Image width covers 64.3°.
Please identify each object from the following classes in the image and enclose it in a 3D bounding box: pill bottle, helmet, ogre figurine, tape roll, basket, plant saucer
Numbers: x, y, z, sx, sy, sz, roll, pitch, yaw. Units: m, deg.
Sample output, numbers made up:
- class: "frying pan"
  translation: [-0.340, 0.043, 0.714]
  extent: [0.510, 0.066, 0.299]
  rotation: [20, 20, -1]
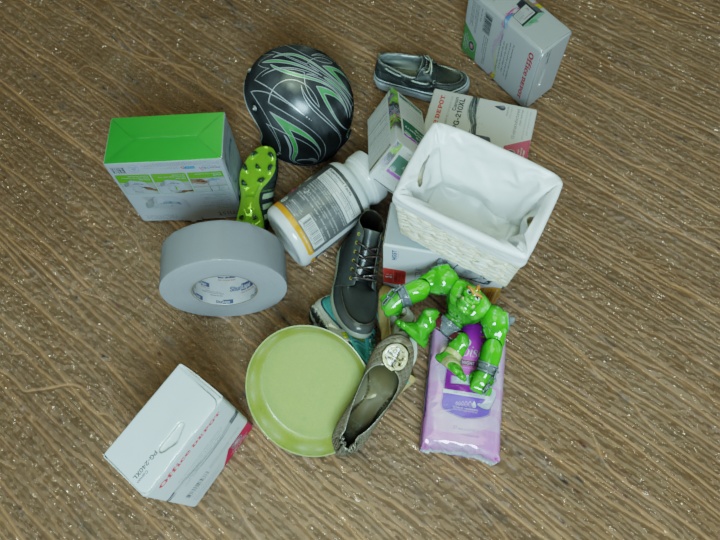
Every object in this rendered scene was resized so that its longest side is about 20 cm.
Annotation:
- class: "pill bottle"
  translation: [-0.055, -0.111, 0.991]
  extent: [0.198, 0.117, 0.117]
  rotation: [-38, 69, -14]
- class: "helmet"
  translation: [-0.108, -0.305, 1.038]
  extent: [0.192, 0.192, 0.207]
  rotation: [-1, 66, 2]
- class: "ogre figurine"
  translation: [0.133, 0.071, 0.829]
  extent: [0.198, 0.098, 0.121]
  rotation: [37, 86, 28]
- class: "tape roll"
  translation: [-0.213, 0.003, 0.900]
  extent: [0.193, 0.202, 0.068]
  rotation: [-8, 64, -1]
- class: "basket"
  translation: [0.155, -0.085, 0.794]
  extent: [0.196, 0.124, 0.138]
  rotation: [27, 71, 15]
- class: "plant saucer"
  translation: [-0.076, 0.178, 0.859]
  extent: [0.192, 0.031, 0.208]
  rotation: [2, 101, 8]

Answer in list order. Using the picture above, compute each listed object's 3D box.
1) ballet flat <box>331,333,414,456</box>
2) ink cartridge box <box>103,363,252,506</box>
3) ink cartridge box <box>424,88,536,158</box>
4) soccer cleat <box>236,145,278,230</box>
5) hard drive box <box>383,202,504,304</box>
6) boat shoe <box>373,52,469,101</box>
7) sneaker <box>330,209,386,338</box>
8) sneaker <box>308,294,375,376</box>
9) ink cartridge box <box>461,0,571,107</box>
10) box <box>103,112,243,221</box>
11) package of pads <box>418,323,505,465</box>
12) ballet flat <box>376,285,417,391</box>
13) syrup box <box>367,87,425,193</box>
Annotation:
- class: "ballet flat"
  translation: [0.015, 0.181, 0.806]
  extent: [0.066, 0.046, 0.203]
  rotation: [31, 104, 1]
- class: "ink cartridge box"
  translation: [-0.241, 0.235, 0.796]
  extent: [0.082, 0.201, 0.146]
  rotation: [32, 70, 16]
- class: "ink cartridge box"
  translation: [0.207, -0.232, 1.048]
  extent: [0.193, 0.085, 0.149]
  rotation: [15, 66, 10]
- class: "soccer cleat"
  translation: [-0.184, -0.124, 1.019]
  extent: [0.065, 0.082, 0.207]
  rotation: [5, 68, 3]
- class: "hard drive box"
  translation: [0.136, -0.024, 0.920]
  extent: [0.193, 0.157, 0.079]
  rotation: [9, 66, 8]
- class: "boat shoe"
  translation: [0.120, -0.385, 1.130]
  extent: [0.192, 0.071, 0.074]
  rotation: [5, 65, 4]
- class: "sneaker"
  translation: [0.000, 0.000, 0.910]
  extent: [0.072, 0.108, 0.204]
  rotation: [10, 45, -18]
- class: "sneaker"
  translation: [-0.004, 0.118, 0.910]
  extent: [0.078, 0.078, 0.202]
  rotation: [-27, 69, -25]
- class: "ink cartridge box"
  translation: [0.294, -0.443, 1.107]
  extent: [0.083, 0.146, 0.201]
  rotation: [-33, 68, -13]
- class: "box"
  translation: [-0.311, -0.173, 0.997]
  extent: [0.192, 0.178, 0.100]
  rotation: [-3, 65, 2]
- class: "package of pads"
  translation: [0.157, 0.181, 0.870]
  extent: [0.116, 0.076, 0.206]
  rotation: [9, 66, 4]
- class: "ballet flat"
  translation: [0.063, 0.099, 0.895]
  extent: [0.062, 0.068, 0.205]
  rotation: [-32, 40, 32]
- class: "syrup box"
  translation: [0.064, -0.220, 0.983]
  extent: [0.077, 0.082, 0.203]
  rotation: [29, 33, -23]
